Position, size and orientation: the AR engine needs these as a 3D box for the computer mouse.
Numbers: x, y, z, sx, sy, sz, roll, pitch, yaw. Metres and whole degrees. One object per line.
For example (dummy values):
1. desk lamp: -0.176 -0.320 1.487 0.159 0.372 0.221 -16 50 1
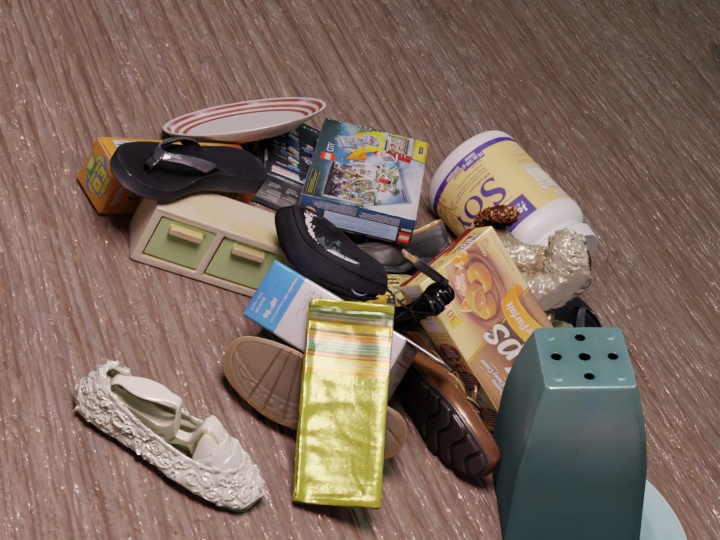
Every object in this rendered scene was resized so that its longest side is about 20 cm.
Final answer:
1. computer mouse: 0.000 0.000 1.413 0.200 0.140 0.046 40 59 -16

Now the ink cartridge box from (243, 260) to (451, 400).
1. ink cartridge box: -0.011 0.074 1.397 0.200 0.068 0.116 30 -3 12

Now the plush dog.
1. plush dog: 0.175 0.019 1.646 0.160 0.200 0.172 -10 38 -15

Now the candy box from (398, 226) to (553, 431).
1. candy box: 0.144 0.066 1.508 0.115 0.055 0.200 -38 104 -22

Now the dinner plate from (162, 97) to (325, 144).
1. dinner plate: -0.140 -0.180 1.654 0.200 0.024 0.200 -8 18 3

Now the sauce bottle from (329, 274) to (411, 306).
1. sauce bottle: 0.034 0.035 1.568 0.200 0.065 0.065 -1 45 -43

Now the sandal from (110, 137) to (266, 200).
1. sandal: -0.180 -0.117 1.440 0.200 0.043 0.076 -9 51 -48

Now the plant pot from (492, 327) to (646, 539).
1. plant pot: 0.216 0.160 1.386 0.141 0.200 0.142 0 38 -2

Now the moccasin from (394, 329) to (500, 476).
1. moccasin: 0.089 0.140 1.473 0.078 0.074 0.201 -7 39 -37

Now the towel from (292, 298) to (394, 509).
1. towel: -0.016 0.125 1.306 0.086 0.018 0.201 3 72 4

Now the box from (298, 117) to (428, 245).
1. box: 0.006 -0.111 1.644 0.136 0.038 0.200 13 33 0

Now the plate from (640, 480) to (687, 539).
1. plate: 0.272 0.273 1.494 0.200 0.026 0.200 23 32 -15

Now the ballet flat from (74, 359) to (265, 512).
1. ballet flat: -0.166 0.147 1.227 0.200 0.072 0.072 31 31 -6

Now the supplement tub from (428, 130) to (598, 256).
1. supplement tub: 0.200 -0.070 1.788 0.145 0.146 0.200 -9 50 -48

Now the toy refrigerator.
1. toy refrigerator: -0.144 -0.027 1.479 0.200 0.076 0.070 19 34 -23

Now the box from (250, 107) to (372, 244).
1. box: -0.042 -0.113 1.721 0.200 0.046 0.159 22 33 -19

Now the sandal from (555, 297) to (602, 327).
1. sandal: 0.295 0.095 1.744 0.076 0.043 0.200 21 33 -20

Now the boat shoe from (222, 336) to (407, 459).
1. boat shoe: -0.048 0.129 1.370 0.200 0.072 0.065 26 -5 -4

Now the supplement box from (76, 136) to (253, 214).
1. supplement box: -0.212 -0.103 1.531 0.200 0.067 0.069 0 46 -42

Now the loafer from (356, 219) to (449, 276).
1. loafer: 0.034 -0.028 1.628 0.073 0.073 0.200 0 0 39
